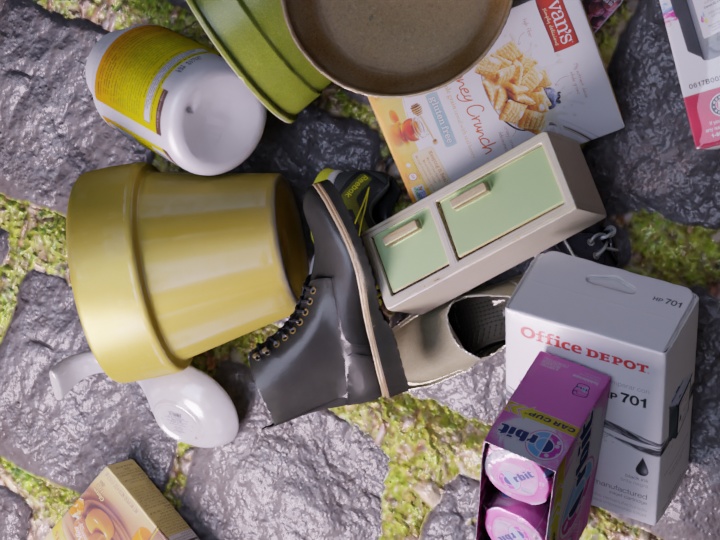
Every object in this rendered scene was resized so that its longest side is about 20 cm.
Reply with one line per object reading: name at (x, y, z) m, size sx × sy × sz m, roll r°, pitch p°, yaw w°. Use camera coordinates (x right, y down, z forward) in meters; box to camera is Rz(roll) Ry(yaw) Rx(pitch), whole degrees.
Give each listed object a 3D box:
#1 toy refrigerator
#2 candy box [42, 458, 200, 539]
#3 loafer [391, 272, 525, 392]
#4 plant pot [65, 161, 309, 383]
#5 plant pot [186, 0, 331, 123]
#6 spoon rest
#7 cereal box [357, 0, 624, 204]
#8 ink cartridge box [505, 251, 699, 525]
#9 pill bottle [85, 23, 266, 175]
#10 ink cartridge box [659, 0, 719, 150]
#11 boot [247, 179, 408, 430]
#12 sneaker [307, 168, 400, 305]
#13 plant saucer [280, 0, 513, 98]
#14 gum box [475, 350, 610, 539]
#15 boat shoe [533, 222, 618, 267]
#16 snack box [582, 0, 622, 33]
toy refrigerator at (0.103, -0.039, 1.645) m, size 0.199 × 0.070 × 0.076 m, roll -28°, pitch 71°, yaw 27°
candy box at (-0.210, 0.300, 1.886) m, size 0.200 × 0.055 × 0.116 m, roll 47°, pitch 111°, yaw 14°
loafer at (0.088, 0.054, 1.720) m, size 0.199 × 0.068 × 0.076 m, roll -28°, pitch 82°, yaw 28°
plant pot at (-0.152, -0.009, 1.774) m, size 0.187 × 0.201 × 0.203 m, roll -10°, pitch 90°, yaw 9°
plant pot at (-0.041, -0.269, 1.706) m, size 0.192 × 0.200 × 0.201 m, roll -34°, pitch 80°, yaw 11°
spoon rest at (-0.205, 0.118, 1.866) m, size 0.199 × 0.061 × 0.100 m, roll 14°, pitch 134°, yaw 21°
cereal box at (0.112, -0.155, 1.643) m, size 0.199 × 0.040 × 0.145 m, roll -21°, pitch 117°, yaw 9°
ink cartridge box at (0.202, 0.100, 1.616) m, size 0.145 × 0.086 × 0.201 m, roll 16°, pitch 135°, yaw 23°
pill bottle at (-0.179, -0.165, 1.780) m, size 0.200 × 0.109 × 0.110 m, roll 30°, pitch 108°, yaw 50°
ink cartridge box at (0.330, -0.213, 1.583) m, size 0.147 × 0.085 × 0.202 m, roll -15°, pitch 89°, yaw 25°
boot at (-0.051, 0.033, 1.680) m, size 0.137 × 0.077 × 0.201 m, roll -19°, pitch 92°, yaw -2°
sneaker at (0.000, 0.000, 1.746) m, size 0.084 × 0.074 × 0.202 m, roll -8°, pitch 82°, yaw 23°
plant saucer at (0.033, -0.239, 1.593) m, size 0.198 × 0.035 × 0.202 m, roll -1°, pitch 82°, yaw 10°
gum box at (0.146, 0.181, 1.576) m, size 0.066 × 0.114 × 0.201 m, roll 20°, pitch 137°, yaw 19°
boat shoe at (0.191, -0.022, 1.669) m, size 0.063 × 0.072 × 0.200 m, roll -47°, pitch 70°, yaw 22°
snack box at (0.111, -0.211, 1.666) m, size 0.142 × 0.053 × 0.200 m, roll 36°, pitch 111°, yaw -17°
